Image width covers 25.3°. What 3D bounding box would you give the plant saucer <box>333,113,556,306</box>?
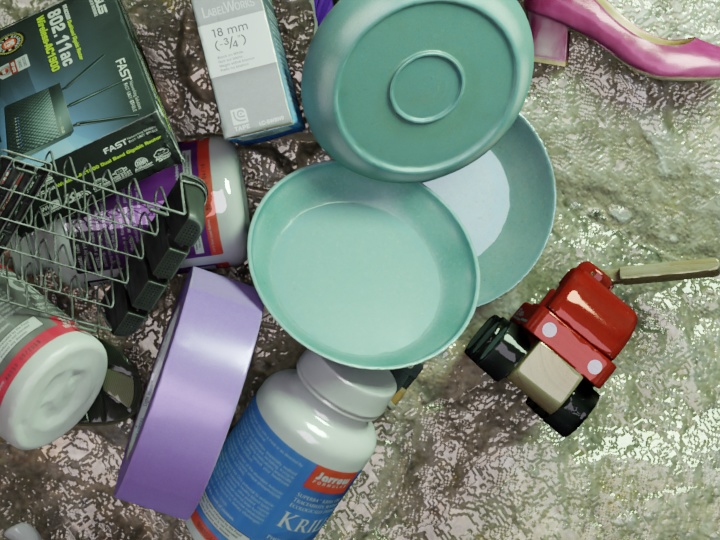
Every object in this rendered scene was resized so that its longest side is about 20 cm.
[{"bbox_3d":[0.071,-0.064,1.411,0.200,0.039,0.202,0,93,-1],"label":"plant saucer"}]

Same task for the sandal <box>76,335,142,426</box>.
[{"bbox_3d":[-0.282,0.097,1.406,0.200,0.057,0.080,2,73,16],"label":"sandal"}]

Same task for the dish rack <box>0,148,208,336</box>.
[{"bbox_3d":[-0.232,-0.026,1.259,0.200,0.055,0.154,17,123,-30],"label":"dish rack"}]

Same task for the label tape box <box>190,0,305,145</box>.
[{"bbox_3d":[-0.102,-0.210,1.350,0.063,0.144,0.201,-14,92,2],"label":"label tape box"}]

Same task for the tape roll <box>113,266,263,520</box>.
[{"bbox_3d":[-0.142,0.101,1.327,0.065,0.200,0.201,19,92,-8],"label":"tape roll"}]

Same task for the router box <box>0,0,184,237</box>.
[{"bbox_3d":[-0.245,-0.138,1.333,0.150,0.200,0.062,-25,137,0],"label":"router box"}]

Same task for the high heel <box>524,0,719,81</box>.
[{"bbox_3d":[0.241,-0.219,1.394,0.199,0.067,0.096,9,103,12],"label":"high heel"}]

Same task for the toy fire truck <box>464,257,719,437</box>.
[{"bbox_3d":[0.203,0.037,1.348,0.129,0.176,0.200,39,91,-1],"label":"toy fire truck"}]

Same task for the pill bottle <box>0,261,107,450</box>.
[{"bbox_3d":[-0.316,0.051,1.339,0.200,0.111,0.111,35,92,22],"label":"pill bottle"}]

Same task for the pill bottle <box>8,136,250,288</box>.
[{"bbox_3d":[-0.197,-0.047,1.371,0.199,0.112,0.113,-8,92,-1],"label":"pill bottle"}]

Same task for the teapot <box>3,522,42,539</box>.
[{"bbox_3d":[-0.189,0.306,1.370,0.197,0.200,0.146,-7,49,29],"label":"teapot"}]

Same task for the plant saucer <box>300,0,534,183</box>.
[{"bbox_3d":[0.051,-0.154,1.310,0.199,0.027,0.201,-8,124,-11],"label":"plant saucer"}]

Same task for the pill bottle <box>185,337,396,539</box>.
[{"bbox_3d":[-0.056,0.155,1.355,0.112,0.112,0.200,33,111,-2],"label":"pill bottle"}]

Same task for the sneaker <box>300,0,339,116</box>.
[{"bbox_3d":[-0.001,-0.223,1.358,0.069,0.099,0.201,1,84,-28],"label":"sneaker"}]

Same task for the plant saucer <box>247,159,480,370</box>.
[{"bbox_3d":[0.000,0.000,1.337,0.199,0.036,0.201,8,59,-13],"label":"plant saucer"}]

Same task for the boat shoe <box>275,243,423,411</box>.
[{"bbox_3d":[-0.019,0.032,1.398,0.062,0.075,0.200,-39,99,-1],"label":"boat shoe"}]
